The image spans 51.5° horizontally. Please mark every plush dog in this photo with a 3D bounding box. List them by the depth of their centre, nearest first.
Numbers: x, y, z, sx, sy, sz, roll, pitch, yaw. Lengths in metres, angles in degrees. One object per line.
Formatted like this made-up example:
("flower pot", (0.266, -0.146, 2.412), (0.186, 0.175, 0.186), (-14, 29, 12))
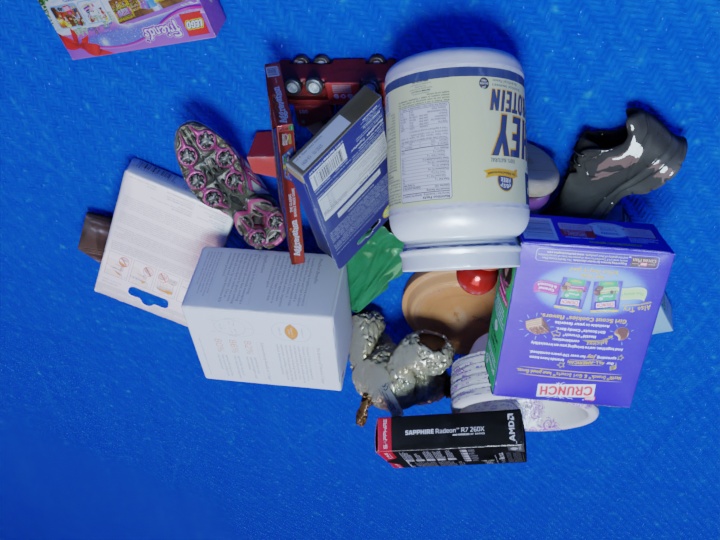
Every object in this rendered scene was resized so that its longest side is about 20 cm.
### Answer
("plush dog", (0.069, 0.159, 1.126), (0.197, 0.165, 0.170), (16, 180, 42))

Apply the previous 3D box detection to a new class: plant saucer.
("plant saucer", (0.155, 0.064, 1.084), (0.194, 0.033, 0.203), (9, 140, 8))

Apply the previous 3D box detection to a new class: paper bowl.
("paper bowl", (0.220, 0.146, 1.013), (0.194, 0.107, 0.202), (4, 158, 2))

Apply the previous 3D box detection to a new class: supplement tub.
("supplement tub", (0.097, -0.104, 0.751), (0.140, 0.207, 0.145), (-2, 179, 0))

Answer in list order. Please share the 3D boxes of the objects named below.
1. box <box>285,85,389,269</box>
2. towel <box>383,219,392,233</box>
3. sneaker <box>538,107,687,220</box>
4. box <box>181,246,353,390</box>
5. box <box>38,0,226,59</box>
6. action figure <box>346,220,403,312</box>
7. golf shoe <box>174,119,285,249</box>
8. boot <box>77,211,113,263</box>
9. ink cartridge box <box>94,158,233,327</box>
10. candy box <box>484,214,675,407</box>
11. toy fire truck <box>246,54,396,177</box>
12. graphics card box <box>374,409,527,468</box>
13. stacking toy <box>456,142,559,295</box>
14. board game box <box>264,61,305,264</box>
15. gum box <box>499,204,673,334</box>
("box", (-0.012, -0.094, 0.832), (0.032, 0.121, 0.201), (36, 163, 26))
("towel", (0.055, -0.101, 0.936), (0.197, 0.023, 0.144), (-20, 127, 35))
("sneaker", (0.258, -0.105, 0.833), (0.090, 0.077, 0.199), (37, 127, -15))
("box", (-0.116, 0.064, 0.989), (0.194, 0.108, 0.155), (4, 137, 8))
("box", (-0.257, -0.305, 0.793), (0.194, 0.040, 0.139), (-1, 137, 20))
("action figure", (0.000, 0.000, 1.008), (0.116, 0.056, 0.201), (23, 135, -11))
("golf shoe", (-0.170, -0.113, 0.941), (0.072, 0.093, 0.201), (-35, 131, 2))
("boot", (-0.326, -0.002, 1.146), (0.194, 0.065, 0.190), (5, 126, 8))
("ink cartridge box", (-0.274, -0.034, 1.053), (0.157, 0.050, 0.203), (22, 119, -8))
("candy box", (0.237, 0.047, 0.839), (0.164, 0.078, 0.205), (5, 119, 0))
("toy fire truck", (-0.044, -0.174, 0.864), (0.194, 0.050, 0.143), (4, 139, 14))
("graphics card box", (0.127, 0.232, 1.018), (0.194, 0.052, 0.126), (-5, 154, 14))
("stacking toy", (0.160, -0.049, 0.887), (0.083, 0.086, 0.203), (17, 131, -2))
("board game box", (-0.083, -0.113, 0.829), (0.019, 0.105, 0.203), (-8, 140, -7))
("gum box", (0.293, 0.019, 0.974), (0.167, 0.045, 0.200), (-15, 132, 34))
